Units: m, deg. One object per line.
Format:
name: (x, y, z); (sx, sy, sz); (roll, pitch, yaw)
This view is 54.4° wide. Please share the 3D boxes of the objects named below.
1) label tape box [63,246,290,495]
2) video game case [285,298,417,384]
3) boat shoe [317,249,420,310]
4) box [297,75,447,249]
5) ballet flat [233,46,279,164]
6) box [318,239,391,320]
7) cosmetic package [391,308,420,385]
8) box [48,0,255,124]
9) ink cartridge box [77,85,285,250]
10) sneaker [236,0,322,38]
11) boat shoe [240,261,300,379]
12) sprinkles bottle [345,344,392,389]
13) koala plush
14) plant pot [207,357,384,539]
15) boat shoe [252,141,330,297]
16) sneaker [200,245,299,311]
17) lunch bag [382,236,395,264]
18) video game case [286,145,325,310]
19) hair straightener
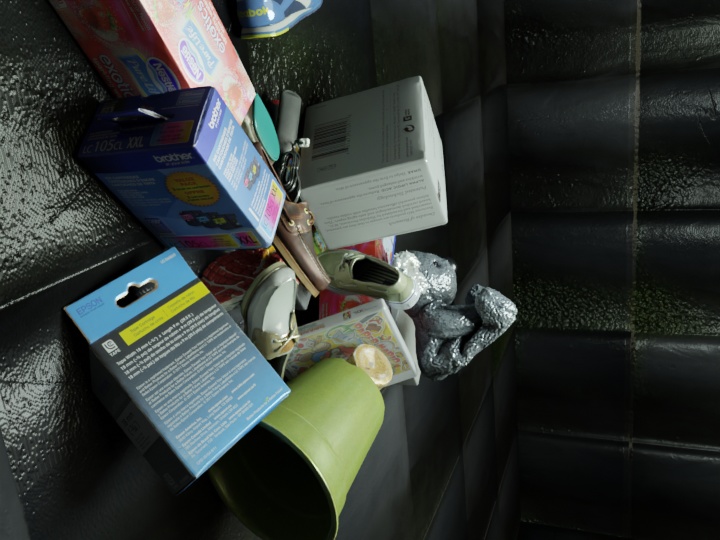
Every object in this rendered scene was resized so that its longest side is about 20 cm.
label tape box: (-0.188, 0.096, 0.712); (0.201, 0.063, 0.144); (50, 45, 3)
video game case: (-0.023, 0.131, 1.042); (0.201, 0.179, 0.023); (62, 11, -49)
boat shoe: (0.000, 0.000, 1.027); (0.073, 0.198, 0.062); (-60, 140, -19)
box: (0.020, -0.163, 1.067); (0.131, 0.196, 0.201); (63, 21, -46)
ballet flat: (-0.156, -0.203, 0.863); (0.201, 0.061, 0.068); (68, 21, -57)
box: (-0.008, 0.035, 1.130); (0.096, 0.098, 0.202); (65, 18, -47)
cosmetic package: (0.049, 0.132, 1.333); (0.201, 0.105, 0.091); (61, 37, -49)
box: (-0.197, -0.221, 0.698); (0.201, 0.101, 0.096); (66, 33, -49)
ink cartridge box: (-0.180, -0.104, 0.701); (0.201, 0.134, 0.077); (60, 35, -52)
sneaker: (-0.108, -0.383, 0.955); (0.201, 0.073, 0.083); (-62, 144, -50)
boat shoe: (-0.106, 0.072, 0.863); (0.074, 0.068, 0.201); (-29, 154, -35)
sprinkles bottle: (-0.034, 0.190, 1.024); (0.200, 0.068, 0.068); (-50, -178, 35)
koala plush: (0.118, 0.051, 1.130); (0.200, 0.183, 0.177); (48, 3, 1)
plant pot: (-0.064, 0.210, 0.884); (0.190, 0.197, 0.203); (-41, 130, -48)
boat shoe: (-0.093, -0.065, 0.858); (0.201, 0.070, 0.070); (54, -5, -1)
sneaker: (-0.131, 0.018, 0.906); (0.199, 0.077, 0.083); (-28, 136, -53)
lunch bag: (0.028, -0.087, 1.313); (0.160, 0.074, 0.203); (51, 46, -61)
video game case: (-0.101, -0.071, 1.056); (0.201, 0.022, 0.184); (62, 36, -49)
hair straightener: (-0.104, -0.157, 0.948); (0.040, 0.077, 0.203); (20, 64, -31)
